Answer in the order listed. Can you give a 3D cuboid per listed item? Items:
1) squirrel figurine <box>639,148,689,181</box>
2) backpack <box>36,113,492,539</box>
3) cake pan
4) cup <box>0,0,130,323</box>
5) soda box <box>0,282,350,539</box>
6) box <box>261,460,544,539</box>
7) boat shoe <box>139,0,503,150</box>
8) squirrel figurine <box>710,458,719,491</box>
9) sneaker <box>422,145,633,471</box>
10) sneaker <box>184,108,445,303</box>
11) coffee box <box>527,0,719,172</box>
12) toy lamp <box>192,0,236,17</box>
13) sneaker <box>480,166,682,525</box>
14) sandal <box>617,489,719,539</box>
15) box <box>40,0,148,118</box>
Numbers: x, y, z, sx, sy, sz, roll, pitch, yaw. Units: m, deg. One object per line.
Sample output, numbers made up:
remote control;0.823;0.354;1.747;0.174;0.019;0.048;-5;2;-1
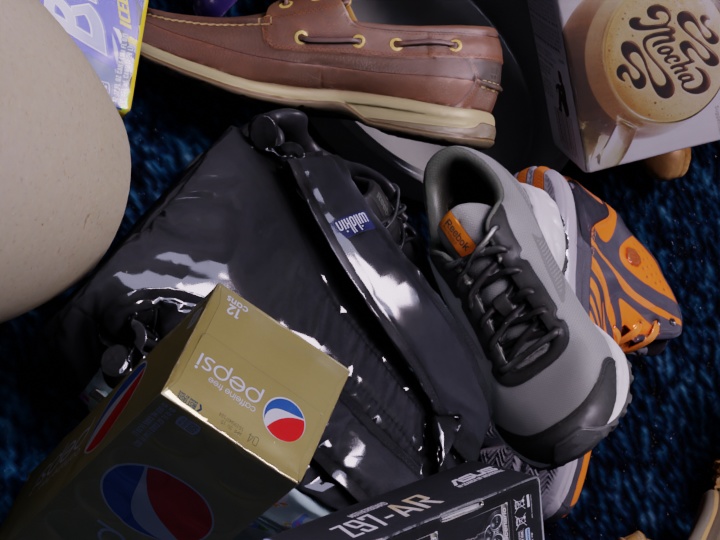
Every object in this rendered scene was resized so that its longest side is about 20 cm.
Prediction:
squirrel figurine;0.206;-0.191;1.317;0.200;0.187;0.141;50;43;3
backpack;-0.037;0.051;1.049;0.200;0.127;0.167;43;59;-7
cake pan;0.036;-0.121;1.270;0.200;0.037;0.201;18;54;-26
cup;-0.186;-0.051;0.982;0.143;0.200;0.201;16;52;-48
soda box;-0.089;0.088;0.937;0.068;0.200;0.064;34;48;-12
box;0.017;0.201;0.976;0.160;0.043;0.200;-17;108;-40
boat shoe;-0.022;-0.113;1.156;0.200;0.072;0.068;12;91;8
squirrel figurine;0.300;0.113;1.203;0.200;0.187;0.142;37;48;-10
sneaker;0.071;0.017;1.082;0.079;0.074;0.200;41;20;-39
sneaker;0.000;0.000;1.132;0.200;0.091;0.076;41;45;-8
coffee box;0.148;-0.168;1.207;0.113;0.080;0.200;-13;107;-5
toy lamp;-0.140;-0.214;1.195;0.200;0.058;0.058;43;47;-8
sneaker;0.126;0.047;1.201;0.112;0.078;0.200;23;63;-38
sandal;0.134;0.173;1.137;0.054;0.080;0.200;33;49;15
box;-0.140;-0.170;1.117;0.070;0.064;0.200;13;73;-18
